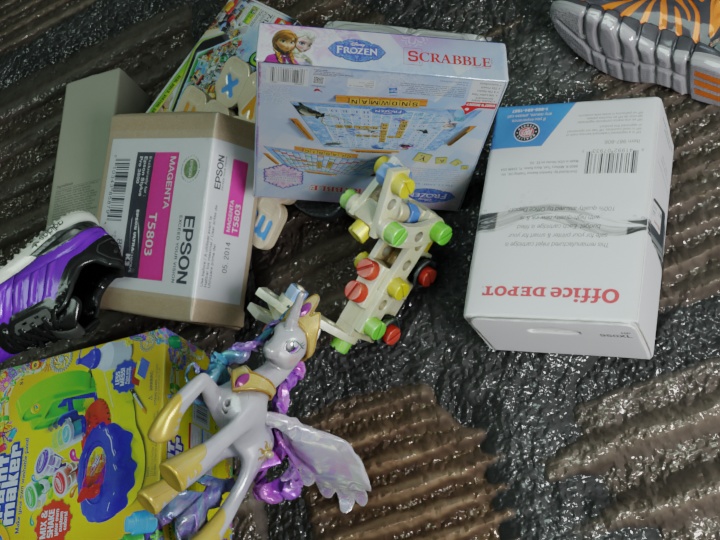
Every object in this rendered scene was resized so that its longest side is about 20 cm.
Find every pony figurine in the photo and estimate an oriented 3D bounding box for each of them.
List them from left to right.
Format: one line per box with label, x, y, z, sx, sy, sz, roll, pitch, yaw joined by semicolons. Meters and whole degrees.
pony figurine;-0.087;0.135;0.830;0.165;0.195;0.200;23;49;27

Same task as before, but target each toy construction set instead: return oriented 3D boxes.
toy construction set;0.000;0.000;0.893;0.200;0.131;0.092;-46;58;15

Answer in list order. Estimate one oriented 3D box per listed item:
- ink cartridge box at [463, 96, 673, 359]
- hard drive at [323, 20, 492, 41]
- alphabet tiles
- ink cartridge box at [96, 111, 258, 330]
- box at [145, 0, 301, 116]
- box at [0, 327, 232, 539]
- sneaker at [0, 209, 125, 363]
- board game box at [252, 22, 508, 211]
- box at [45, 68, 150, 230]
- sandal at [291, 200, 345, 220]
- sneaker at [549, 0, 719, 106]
ink cartridge box;0.178;-0.035;0.858;0.143;0.084;0.202;1;66;27
hard drive;0.019;-0.188;1.014;0.198;0.038;0.140;15;55;30
alphabet tiles;-0.134;-0.108;1.035;0.199;0.015;0.197;35;105;35
ink cartridge box;-0.184;-0.051;1.010;0.163;0.075;0.203;4;85;38
box;-0.155;-0.207;1.135;0.110;0.035;0.201;31;83;33
box;-0.226;0.184;0.933;0.191;0.122;0.202;-15;61;21
sneaker;-0.302;0.039;0.961;0.099;0.070;0.200;38;80;27
board game box;0.007;-0.124;0.873;0.197;0.200;0.042;4;62;-6
box;-0.291;-0.119;1.141;0.081;0.068;0.202;-10;62;22
sandal;-0.055;-0.108;1.037;0.075;0.048;0.200;-46;45;2
sneaker;0.276;-0.227;0.916;0.199;0.078;0.113;28;77;23
